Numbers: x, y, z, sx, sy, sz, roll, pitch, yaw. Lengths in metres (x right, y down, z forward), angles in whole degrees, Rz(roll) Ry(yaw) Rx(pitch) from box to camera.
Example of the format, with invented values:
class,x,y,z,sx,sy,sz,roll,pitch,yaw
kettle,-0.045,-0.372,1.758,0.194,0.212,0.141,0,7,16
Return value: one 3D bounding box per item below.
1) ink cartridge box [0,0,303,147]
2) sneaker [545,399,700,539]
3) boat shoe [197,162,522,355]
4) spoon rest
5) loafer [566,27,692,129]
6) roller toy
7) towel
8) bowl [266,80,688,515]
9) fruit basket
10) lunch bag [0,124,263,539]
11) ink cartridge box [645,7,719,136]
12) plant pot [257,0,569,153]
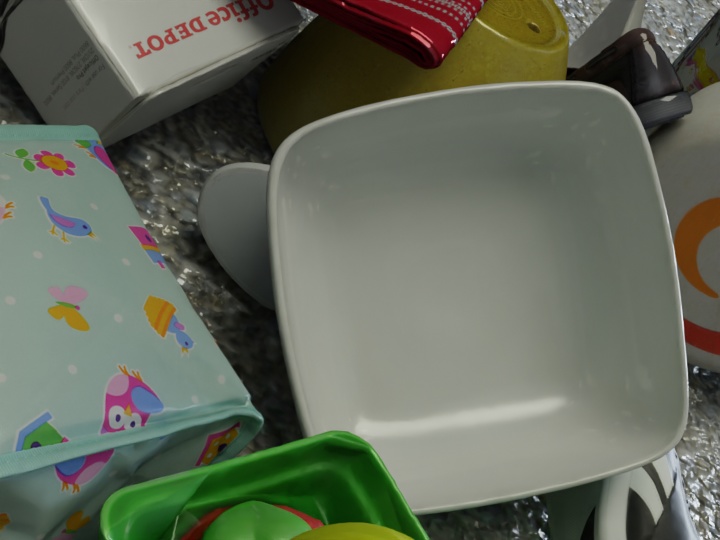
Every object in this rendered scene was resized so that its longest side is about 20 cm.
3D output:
class,x,y,z,sx,sy,sz,roll,pitch,yaw
ink cartridge box,-0.149,-0.182,0.677,0.145,0.084,0.200,-36,93,-44
sneaker,0.161,0.146,0.651,0.112,0.073,0.200,30,46,-15
boat shoe,0.000,0.000,0.682,0.200,0.071,0.070,27,11,-7
spoon rest,0.209,-0.189,0.933,0.061,0.200,0.099,44,16,-20
loafer,0.159,-0.120,0.828,0.072,0.200,0.063,-19,95,-16
roller toy,0.266,-0.036,0.821,0.140,0.182,0.200,-40,112,-53
towel,0.019,-0.203,0.712,0.144,0.023,0.200,28,49,6
bowl,0.053,0.012,0.611,0.199,0.075,0.200,-9,90,-11
fruit basket,-0.001,0.143,0.412,0.155,0.216,0.216,-9,56,-43
lunch bag,-0.166,0.036,0.459,0.200,0.122,0.171,-8,56,-50
ink cartridge box,0.322,-0.132,0.953,0.145,0.200,0.145,36,37,-2
plant pot,0.053,-0.126,0.782,0.200,0.142,0.200,22,39,-19
